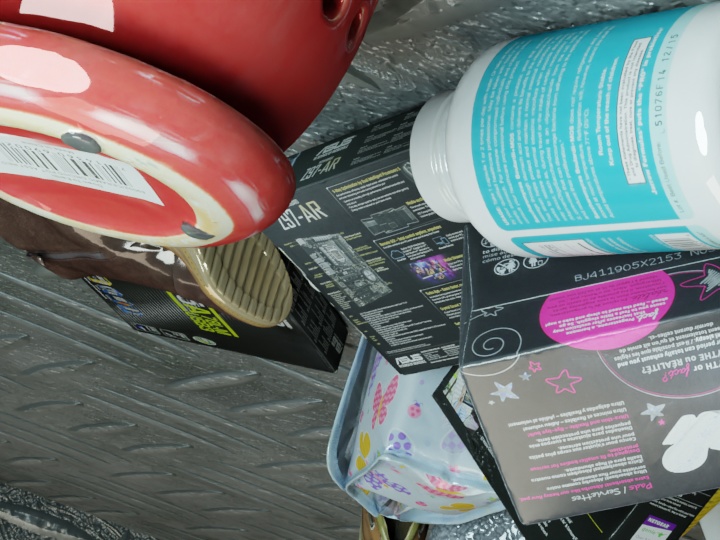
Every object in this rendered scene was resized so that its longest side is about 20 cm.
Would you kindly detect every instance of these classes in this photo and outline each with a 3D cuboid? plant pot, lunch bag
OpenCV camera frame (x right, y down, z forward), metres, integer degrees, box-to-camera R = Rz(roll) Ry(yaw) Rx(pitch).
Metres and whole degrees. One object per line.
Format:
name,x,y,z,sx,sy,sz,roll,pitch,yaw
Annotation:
plant pot,-0.094,-0.116,0.729,0.200,0.183,0.200,15,165,4
lunch bag,0.054,0.090,1.244,0.127,0.170,0.200,19,163,-7

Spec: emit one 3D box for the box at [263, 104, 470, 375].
box,0.048,-0.017,1.009,0.160,0.044,0.200,46,144,-22

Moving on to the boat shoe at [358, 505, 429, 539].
boat shoe,0.039,0.139,1.373,0.072,0.200,0.068,4,158,-4

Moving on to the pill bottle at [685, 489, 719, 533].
pill bottle,0.192,0.102,1.086,0.112,0.113,0.200,25,122,-25

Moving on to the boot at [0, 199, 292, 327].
boot,-0.163,-0.016,1.268,0.200,0.072,0.166,40,147,-27

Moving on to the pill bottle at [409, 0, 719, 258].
pill bottle,0.117,-0.063,0.812,0.200,0.111,0.111,-2,155,46

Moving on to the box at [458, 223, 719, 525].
box,0.161,0.032,0.874,0.200,0.132,0.115,-13,123,14

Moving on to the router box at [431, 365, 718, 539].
router box,0.136,0.082,1.023,0.051,0.149,0.200,23,-159,-34

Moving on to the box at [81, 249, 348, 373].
box,-0.124,0.019,1.398,0.193,0.048,0.200,13,163,16

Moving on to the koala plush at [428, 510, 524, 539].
koala plush,0.153,0.262,1.303,0.200,0.177,0.184,42,150,56

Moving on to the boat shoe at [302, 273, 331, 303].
boat shoe,0.000,0.000,1.188,0.073,0.067,0.200,22,162,-15

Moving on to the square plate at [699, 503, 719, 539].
square plate,0.258,0.136,1.209,0.028,0.200,0.198,-16,161,-2
